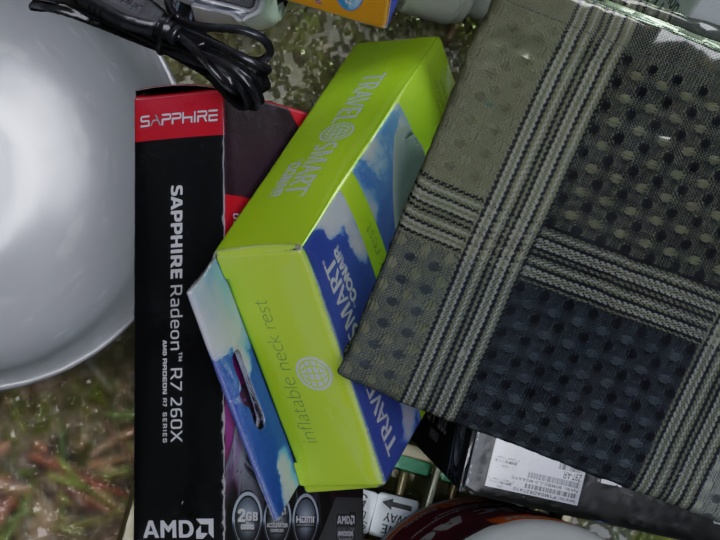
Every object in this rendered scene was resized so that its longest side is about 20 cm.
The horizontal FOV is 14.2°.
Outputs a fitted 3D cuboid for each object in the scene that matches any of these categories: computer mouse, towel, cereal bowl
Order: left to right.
[{"bbox_3d":[-0.179,-0.044,1.258,0.200,0.083,0.201,1,87,-18],"label":"cereal bowl"},{"bbox_3d":[-0.067,-0.118,1.240,0.109,0.200,0.044,20,111,7],"label":"computer mouse"},{"bbox_3d":[0.111,-0.009,1.126,0.192,0.035,0.200,21,117,-6],"label":"towel"}]

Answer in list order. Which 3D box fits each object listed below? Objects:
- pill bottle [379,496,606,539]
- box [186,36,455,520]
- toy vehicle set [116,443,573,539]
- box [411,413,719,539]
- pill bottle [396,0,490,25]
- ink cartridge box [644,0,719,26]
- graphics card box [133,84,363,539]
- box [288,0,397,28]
[{"bbox_3d":[0.064,0.158,1.214,0.114,0.200,0.114,0,89,-10],"label":"pill bottle"},{"bbox_3d":[0.000,0.000,1.229,0.048,0.200,0.122,-4,121,26],"label":"box"},{"bbox_3d":[-0.011,0.134,1.318,0.200,0.027,0.125,15,87,-9],"label":"toy vehicle set"},{"bbox_3d":[0.130,0.084,1.272,0.200,0.160,0.044,13,94,-9],"label":"box"},{"bbox_3d":[0.121,-0.134,1.299,0.200,0.112,0.113,12,88,-8],"label":"pill bottle"},{"bbox_3d":[0.158,-0.057,1.195,0.144,0.145,0.200,28,113,-13],"label":"ink cartridge box"},{"bbox_3d":[-0.047,0.027,1.239,0.051,0.125,0.201,-2,83,27],"label":"graphics card box"},{"bbox_3d":[-0.043,-0.172,1.199,0.200,0.042,0.119,19,51,5],"label":"box"}]
